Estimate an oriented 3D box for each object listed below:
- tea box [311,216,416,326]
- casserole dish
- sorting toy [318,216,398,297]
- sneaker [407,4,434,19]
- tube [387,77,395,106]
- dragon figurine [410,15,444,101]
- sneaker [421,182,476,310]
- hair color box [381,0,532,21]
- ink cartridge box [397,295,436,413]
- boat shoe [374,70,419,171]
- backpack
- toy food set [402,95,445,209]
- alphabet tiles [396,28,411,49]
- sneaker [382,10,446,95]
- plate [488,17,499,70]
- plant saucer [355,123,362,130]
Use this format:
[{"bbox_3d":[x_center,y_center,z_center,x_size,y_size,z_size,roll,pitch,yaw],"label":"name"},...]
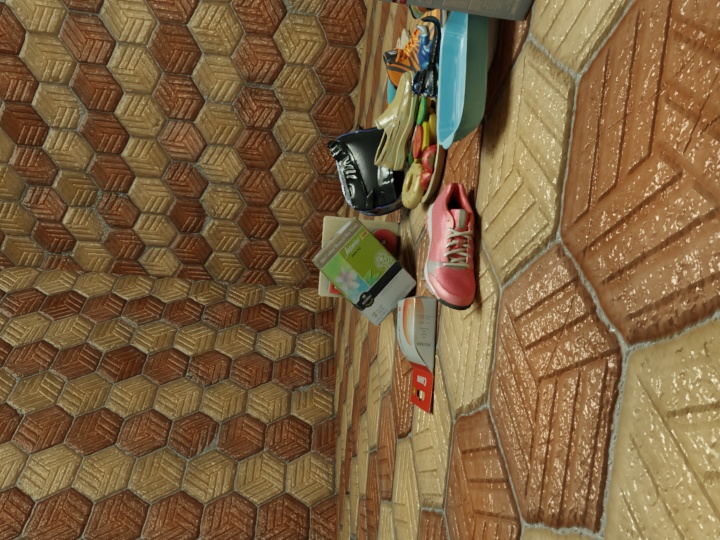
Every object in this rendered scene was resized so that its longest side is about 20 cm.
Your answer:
[{"bbox_3d":[0.000,0.000,1.182,0.134,0.197,0.200,-46,7,-4],"label":"tea box"},{"bbox_3d":[0.137,-0.265,0.701,0.121,0.038,0.205,165,107,-82],"label":"casserole dish"},{"bbox_3d":[0.000,-0.029,1.322,0.070,0.195,0.204,-163,78,-79],"label":"sorting toy"},{"bbox_3d":[0.129,-0.421,0.740,0.071,0.088,0.201,61,-140,-29],"label":"sneaker"},{"bbox_3d":[0.091,-0.487,1.387,0.200,0.049,0.079,104,174,-74],"label":"tube"},{"bbox_3d":[0.112,-0.328,0.823,0.200,0.057,0.102,-80,-8,-81],"label":"dragon figurine"},{"bbox_3d":[0.129,-0.042,0.744,0.088,0.072,0.204,106,167,-54],"label":"sneaker"},{"bbox_3d":[0.104,-0.363,0.610,0.061,0.195,0.101,108,165,-63],"label":"hair color box"},{"bbox_3d":[0.099,0.155,0.993,0.162,0.049,0.205,139,138,-81],"label":"ink cartridge box"},{"bbox_3d":[0.065,-0.289,1.023,0.072,0.074,0.203,-94,11,-53],"label":"boat shoe"},{"bbox_3d":[0.035,-0.228,1.233,0.154,0.196,0.195,24,-121,-64],"label":"backpack"},{"bbox_3d":[0.122,-0.233,1.022,0.200,0.047,0.203,120,153,-76],"label":"toy food set"},{"bbox_3d":[0.112,-0.548,1.438,0.198,0.014,0.203,-97,13,-48],"label":"alphabet tiles"},{"bbox_3d":[0.104,-0.444,1.037,0.078,0.109,0.203,-95,11,-51],"label":"sneaker"},{"bbox_3d":[0.168,-0.366,0.777,0.200,0.031,0.205,-136,51,-81],"label":"plate"},{"bbox_3d":[-0.010,-0.587,2.459,0.200,0.031,0.206,-177,90,-83],"label":"plant saucer"}]
